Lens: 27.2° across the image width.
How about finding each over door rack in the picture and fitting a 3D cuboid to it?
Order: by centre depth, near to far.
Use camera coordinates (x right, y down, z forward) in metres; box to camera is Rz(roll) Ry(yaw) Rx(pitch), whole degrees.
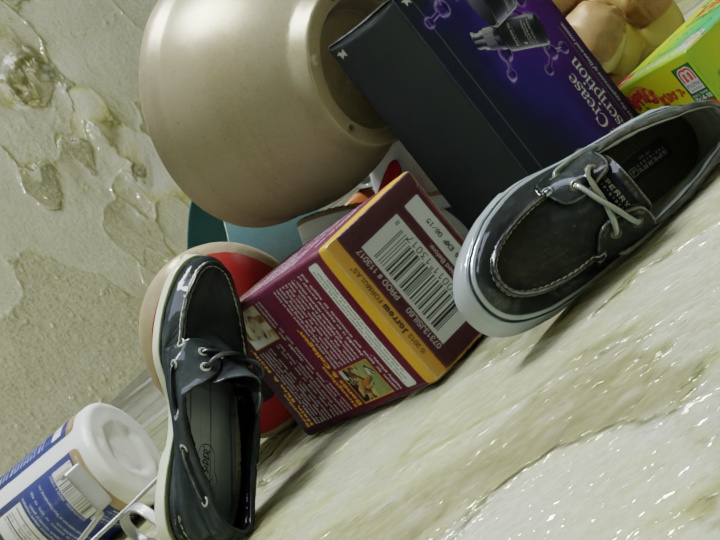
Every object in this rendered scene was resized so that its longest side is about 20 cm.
[{"bbox_3d":[-0.147,0.161,1.075,0.148,0.067,0.200,-44,-14,-32],"label":"over door rack"}]

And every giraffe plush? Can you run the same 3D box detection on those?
[{"bbox_3d":[0.210,-0.191,1.248,0.162,0.173,0.200,-31,-34,-19],"label":"giraffe plush"}]

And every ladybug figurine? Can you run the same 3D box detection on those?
[{"bbox_3d":[-0.094,0.062,1.141,0.135,0.200,0.072,-32,45,-4],"label":"ladybug figurine"}]

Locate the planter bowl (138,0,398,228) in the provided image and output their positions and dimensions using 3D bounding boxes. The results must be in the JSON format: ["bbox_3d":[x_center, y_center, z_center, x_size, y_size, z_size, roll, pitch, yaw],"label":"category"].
[{"bbox_3d":[-0.040,-0.138,1.079,0.134,0.201,0.200,-7,28,43],"label":"planter bowl"}]

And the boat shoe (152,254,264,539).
[{"bbox_3d":[-0.092,0.083,0.969,0.066,0.074,0.200,-14,65,46],"label":"boat shoe"}]

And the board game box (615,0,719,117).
[{"bbox_3d":[0.277,-0.180,1.063,0.200,0.048,0.102,-43,6,-22],"label":"board game box"}]

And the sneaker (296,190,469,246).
[{"bbox_3d":[0.053,-0.003,1.163,0.199,0.109,0.070,-10,-11,-24],"label":"sneaker"}]

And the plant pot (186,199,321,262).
[{"bbox_3d":[-0.075,0.013,1.375,0.134,0.201,0.200,-5,-6,-18],"label":"plant pot"}]

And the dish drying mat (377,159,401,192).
[{"bbox_3d":[0.000,0.000,1.242,0.077,0.018,0.201,109,180,-50],"label":"dish drying mat"}]

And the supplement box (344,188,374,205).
[{"bbox_3d":[-0.039,0.010,1.491,0.200,0.069,0.067,-46,2,30],"label":"supplement box"}]

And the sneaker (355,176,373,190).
[{"bbox_3d":[0.027,-0.130,1.447,0.199,0.089,0.074,-10,17,12],"label":"sneaker"}]

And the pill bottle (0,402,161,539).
[{"bbox_3d":[-0.286,0.223,1.394,0.200,0.111,0.111,-39,6,17],"label":"pill bottle"}]

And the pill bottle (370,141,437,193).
[{"bbox_3d":[0.109,-0.116,1.353,0.200,0.105,0.104,-34,1,-32],"label":"pill bottle"}]

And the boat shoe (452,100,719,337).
[{"bbox_3d":[0.130,-0.041,0.826,0.200,0.072,0.071,-41,1,-27],"label":"boat shoe"}]

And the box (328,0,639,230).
[{"bbox_3d":[0.095,-0.120,1.028,0.079,0.200,0.141,-31,11,50],"label":"box"}]

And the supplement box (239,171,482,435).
[{"bbox_3d":[-0.003,0.028,1.002,0.086,0.110,0.200,-43,6,-30],"label":"supplement box"}]
